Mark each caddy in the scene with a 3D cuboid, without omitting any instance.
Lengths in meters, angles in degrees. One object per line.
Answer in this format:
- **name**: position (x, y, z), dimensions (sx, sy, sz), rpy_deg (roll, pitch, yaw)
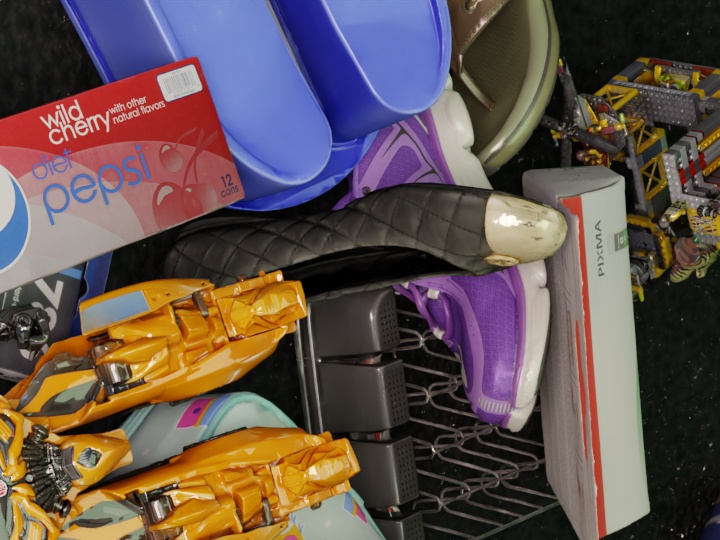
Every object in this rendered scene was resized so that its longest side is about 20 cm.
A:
- **caddy**: position (-0.051, -0.124, 1.067), dimensions (0.141, 0.105, 0.201), rpy_deg (-31, 104, -23)

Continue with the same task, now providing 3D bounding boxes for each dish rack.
- **dish rack**: position (0.057, 0.060, 1.226), dimensions (0.199, 0.054, 0.155), rpy_deg (-17, 105, -47)

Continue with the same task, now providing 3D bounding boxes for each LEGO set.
- **LEGO set**: position (0.174, -0.028, 1.246), dimensions (0.116, 0.199, 0.155), rpy_deg (-37, 133, -35)

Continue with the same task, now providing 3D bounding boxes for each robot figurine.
- **robot figurine**: position (-0.103, 0.071, 0.973), dimensions (0.199, 0.058, 0.146), rpy_deg (-18, 88, -33)

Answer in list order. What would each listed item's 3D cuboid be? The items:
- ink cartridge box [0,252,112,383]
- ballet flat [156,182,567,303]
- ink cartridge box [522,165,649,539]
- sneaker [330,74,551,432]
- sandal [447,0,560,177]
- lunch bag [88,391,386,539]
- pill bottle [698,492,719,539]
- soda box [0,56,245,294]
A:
- **ink cartridge box**: position (-0.167, -0.014, 0.999), dimensions (0.199, 0.039, 0.100), rpy_deg (19, 77, -46)
- **ballet flat**: position (0.000, 0.000, 1.062), dimensions (0.066, 0.199, 0.057), rpy_deg (35, 53, -51)
- **ink cartridge box**: position (0.111, 0.040, 1.124), dimensions (0.050, 0.200, 0.162), rpy_deg (-5, 97, -3)
- **sneaker**: position (0.026, -0.007, 1.129), dimensions (0.083, 0.201, 0.081), rpy_deg (-12, 144, -20)
- **sandal**: position (0.058, -0.138, 1.211), dimensions (0.057, 0.080, 0.203), rpy_deg (16, 71, -29)
- **lunch bag**: position (-0.062, 0.159, 1.088), dimensions (0.200, 0.077, 0.161), rpy_deg (53, 58, -33)
- **pill bottle**: position (0.217, 0.218, 1.356), dimensions (0.111, 0.110, 0.201), rpy_deg (48, 59, -36)
- **soda box**: position (-0.142, -0.024, 0.943), dimensions (0.199, 0.070, 0.064), rpy_deg (-23, 96, -44)
